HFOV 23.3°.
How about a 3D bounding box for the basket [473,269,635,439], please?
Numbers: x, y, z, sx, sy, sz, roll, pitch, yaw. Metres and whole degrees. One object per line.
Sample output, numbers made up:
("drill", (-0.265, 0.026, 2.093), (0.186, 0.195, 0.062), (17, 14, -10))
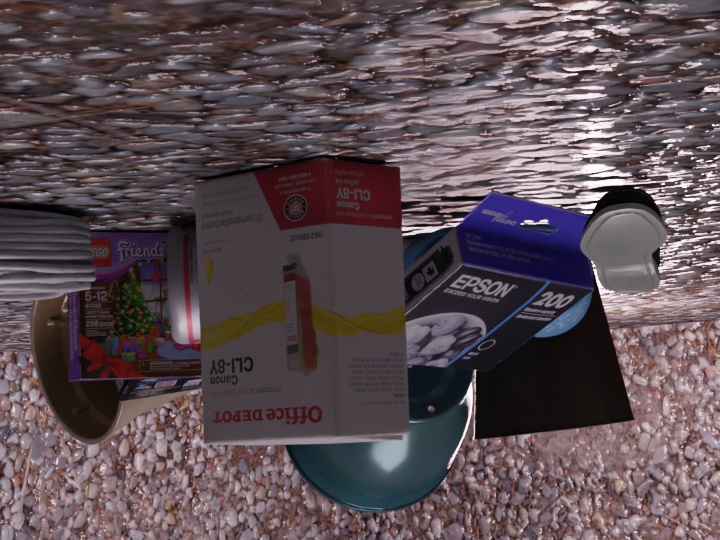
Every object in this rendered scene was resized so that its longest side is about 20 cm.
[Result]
("basket", (0.188, 0.064, 1.793), (0.179, 0.201, 0.136), (-3, 174, -28))

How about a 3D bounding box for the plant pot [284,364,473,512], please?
("plant pot", (0.029, 0.128, 1.817), (0.199, 0.201, 0.188), (-1, 155, -13))

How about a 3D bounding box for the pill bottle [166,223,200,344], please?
("pill bottle", (-0.073, 0.009, 1.581), (0.199, 0.109, 0.109), (-2, 175, -3))

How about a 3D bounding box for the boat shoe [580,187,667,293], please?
("boat shoe", (0.225, -0.037, 1.492), (0.075, 0.061, 0.200), (-1, 161, 6))

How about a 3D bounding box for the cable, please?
("cable", (-0.324, -0.011, 1.472), (0.199, 0.070, 0.200), (-2, 176, -14))

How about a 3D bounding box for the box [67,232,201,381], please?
("box", (-0.179, 0.034, 1.653), (0.199, 0.138, 0.039), (0, 175, -28))

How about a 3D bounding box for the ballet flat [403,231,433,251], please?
("ballet flat", (0.000, 0.000, 1.776), (0.199, 0.070, 0.069), (-5, 175, 26))

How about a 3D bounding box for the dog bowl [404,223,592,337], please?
("dog bowl", (0.134, 0.007, 1.697), (0.199, 0.112, 0.050), (-2, 165, -6))

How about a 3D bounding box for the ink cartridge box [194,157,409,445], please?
("ink cartridge box", (-0.044, 0.028, 1.284), (0.145, 0.201, 0.083), (-7, 173, 42))

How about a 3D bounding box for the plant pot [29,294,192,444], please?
("plant pot", (-0.252, 0.081, 2.015), (0.183, 0.202, 0.200), (-13, -177, -38))

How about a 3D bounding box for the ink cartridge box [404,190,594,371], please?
("ink cartridge box", (0.115, 0.016, 1.554), (0.198, 0.044, 0.200), (9, 137, -47))

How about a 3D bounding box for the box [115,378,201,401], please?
("box", (-0.147, 0.081, 1.811), (0.199, 0.050, 0.199), (-8, 165, -17))
